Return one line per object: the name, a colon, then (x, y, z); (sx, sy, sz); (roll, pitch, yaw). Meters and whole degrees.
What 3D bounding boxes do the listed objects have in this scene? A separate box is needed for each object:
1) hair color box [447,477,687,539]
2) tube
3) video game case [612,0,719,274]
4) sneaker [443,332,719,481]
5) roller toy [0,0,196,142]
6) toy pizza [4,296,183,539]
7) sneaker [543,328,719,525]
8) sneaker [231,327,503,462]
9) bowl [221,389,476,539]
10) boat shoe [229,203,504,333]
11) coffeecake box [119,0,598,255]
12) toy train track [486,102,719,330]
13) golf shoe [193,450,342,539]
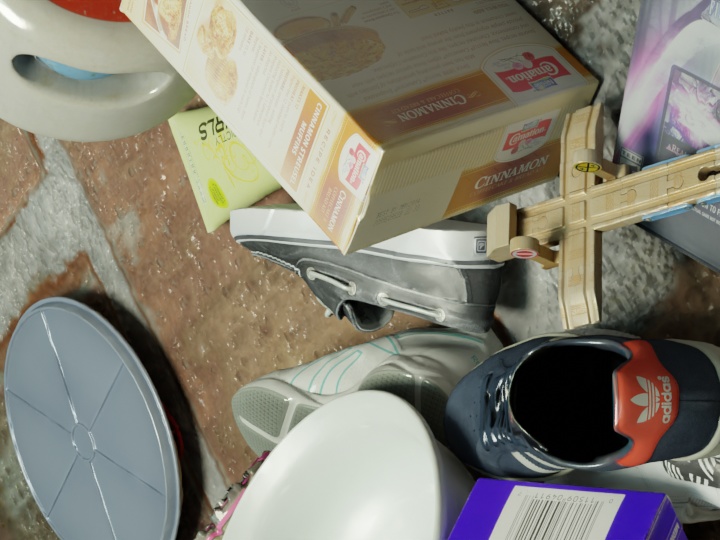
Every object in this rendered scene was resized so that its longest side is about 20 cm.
hair color box: (0.126, 0.196, 1.235); (0.109, 0.065, 0.201); (2, 136, 34)
tube: (-0.055, -0.075, 1.441); (0.200, 0.052, 0.058); (-17, 51, 57)
video game case: (0.186, -0.090, 1.166); (0.143, 0.019, 0.201); (33, 129, 38)
sneaker: (0.089, 0.063, 1.186); (0.199, 0.084, 0.076); (-15, 76, 53)
roller toy: (-0.149, -0.179, 1.388); (0.183, 0.200, 0.140); (47, 154, 5)
toy pizza: (-0.177, 0.113, 1.676); (0.200, 0.032, 0.202); (25, 124, 44)
sneaker: (0.161, 0.111, 1.237); (0.199, 0.075, 0.116); (28, 126, 47)
sneaker: (0.006, 0.074, 1.401); (0.200, 0.080, 0.071); (-12, 111, 48)
bowl: (0.009, 0.172, 1.298); (0.201, 0.090, 0.202); (-36, 41, 39)
boat shoe: (0.000, 0.000, 1.382); (0.199, 0.071, 0.068); (8, 98, 41)
coffeecake box: (-0.002, -0.117, 1.272); (0.200, 0.153, 0.073); (47, 137, 27)
toy train track: (0.131, -0.040, 1.182); (0.199, 0.032, 0.116); (-17, 63, 42)
golf shoe: (-0.075, 0.204, 1.421); (0.092, 0.073, 0.201); (36, 115, 4)
